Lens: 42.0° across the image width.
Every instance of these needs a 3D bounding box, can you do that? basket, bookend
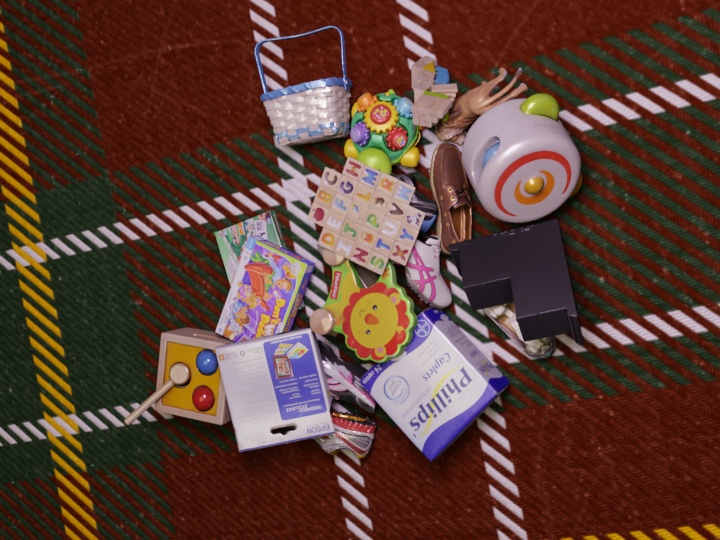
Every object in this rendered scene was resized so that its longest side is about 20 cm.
[{"bbox_3d":[-0.104,-0.339,1.741,0.173,0.139,0.204,-6,99,19],"label":"basket"},{"bbox_3d":[0.263,0.037,1.595,0.196,0.093,0.202,-13,52,13],"label":"bookend"}]

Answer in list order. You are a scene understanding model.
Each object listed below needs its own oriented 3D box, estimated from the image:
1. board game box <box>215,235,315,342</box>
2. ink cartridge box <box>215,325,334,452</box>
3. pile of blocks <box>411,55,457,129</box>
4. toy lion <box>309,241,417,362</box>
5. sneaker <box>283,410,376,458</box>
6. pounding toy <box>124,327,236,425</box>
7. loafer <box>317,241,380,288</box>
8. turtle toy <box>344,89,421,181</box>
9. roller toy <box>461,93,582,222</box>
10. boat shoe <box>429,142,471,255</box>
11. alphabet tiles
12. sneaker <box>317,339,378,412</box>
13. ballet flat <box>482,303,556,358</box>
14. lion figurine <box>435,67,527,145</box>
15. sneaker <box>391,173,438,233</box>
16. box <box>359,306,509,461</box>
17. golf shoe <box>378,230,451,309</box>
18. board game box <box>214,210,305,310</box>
[{"bbox_3d":[-0.185,0.053,1.813,0.133,0.045,0.203,24,100,16],"label":"board game box"},{"bbox_3d":[-0.158,0.222,1.762,0.194,0.047,0.203,-12,97,11],"label":"ink cartridge box"},{"bbox_3d":[0.130,-0.306,1.661,0.081,0.202,0.063,-1,131,4],"label":"pile of blocks"},{"bbox_3d":[0.014,0.058,1.680,0.189,0.068,0.204,10,90,22],"label":"toy lion"},{"bbox_3d":[-0.070,0.313,1.801,0.197,0.078,0.084,9,97,19],"label":"sneaker"},{"bbox_3d":[-0.341,0.220,1.858,0.197,0.142,0.188,8,95,18],"label":"pounding toy"},{"bbox_3d":[0.000,0.000,1.758,0.200,0.075,0.070,48,111,11],"label":"loafer"},{"bbox_3d":[0.037,-0.239,1.688,0.143,0.101,0.203,8,73,11],"label":"turtle toy"},{"bbox_3d":[0.273,-0.178,1.579,0.180,0.201,0.141,-24,46,6],"label":"roller toy"},{"bbox_3d":[0.172,-0.128,1.681,0.067,0.071,0.204,6,102,64],"label":"boat shoe"},{"bbox_3d":[0.009,-0.095,1.639,0.198,0.006,0.169,25,108,12],"label":"alphabet tiles"},{"bbox_3d":[-0.046,0.216,1.798,0.199,0.080,0.087,35,116,23],"label":"sneaker"},{"bbox_3d":[0.269,0.079,1.671,0.200,0.072,0.072,45,106,12],"label":"ballet flat"},{"bbox_3d":[0.202,-0.288,1.629,0.122,0.200,0.073,-35,88,-16],"label":"lion figurine"},{"bbox_3d":[0.062,-0.149,1.741,0.199,0.071,0.083,37,81,17],"label":"sneaker"},{"bbox_3d":[0.135,0.203,1.707,0.200,0.105,0.184,46,107,11],"label":"box"},{"bbox_3d":[0.116,-0.015,1.686,0.091,0.073,0.201,-32,114,16],"label":"golf shoe"},{"bbox_3d":[-0.200,-0.002,1.855,0.133,0.029,0.203,-19,87,20],"label":"board game box"}]
